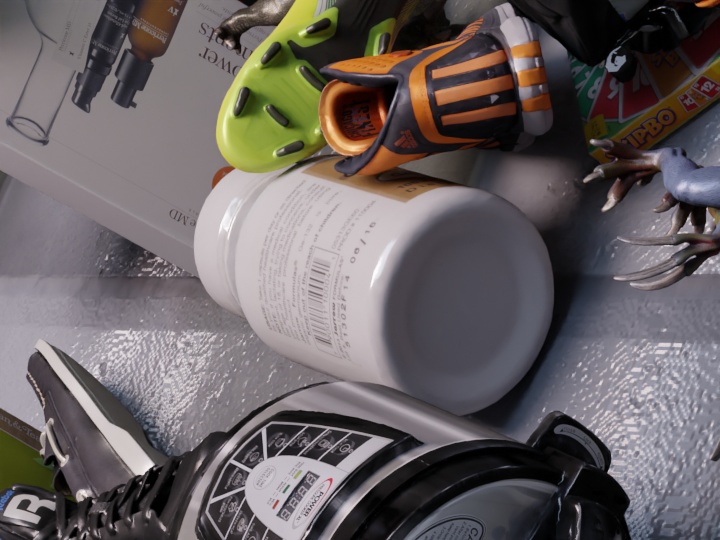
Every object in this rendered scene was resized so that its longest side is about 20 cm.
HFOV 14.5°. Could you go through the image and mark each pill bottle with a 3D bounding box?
[{"bbox_3d":[0.000,0.000,1.466,0.200,0.114,0.115,18,77,55],"label":"pill bottle"}]

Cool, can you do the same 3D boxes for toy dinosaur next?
[{"bbox_3d":[-0.017,-0.145,1.623,0.102,0.077,0.200,-49,55,-1],"label":"toy dinosaur"},{"bbox_3d":[0.180,-0.021,1.270,0.181,0.105,0.201,24,80,53],"label":"toy dinosaur"}]

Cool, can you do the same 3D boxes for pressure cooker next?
[{"bbox_3d":[0.028,0.148,1.256,0.200,0.178,0.177,21,119,55],"label":"pressure cooker"}]

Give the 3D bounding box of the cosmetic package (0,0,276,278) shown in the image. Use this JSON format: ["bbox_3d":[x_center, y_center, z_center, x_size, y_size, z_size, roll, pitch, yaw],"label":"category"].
[{"bbox_3d":[-0.135,-0.106,1.646,0.052,0.199,0.151,-13,52,63],"label":"cosmetic package"}]

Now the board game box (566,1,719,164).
[{"bbox_3d":[0.148,-0.149,1.488,0.095,0.030,0.201,-36,36,26],"label":"board game box"}]

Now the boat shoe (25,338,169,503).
[{"bbox_3d":[-0.151,0.106,1.611,0.060,0.074,0.200,-49,42,1],"label":"boat shoe"}]

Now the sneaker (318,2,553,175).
[{"bbox_3d":[0.033,-0.092,1.446,0.200,0.111,0.078,109,149,-88],"label":"sneaker"}]

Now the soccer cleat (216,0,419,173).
[{"bbox_3d":[-0.015,-0.124,1.513,0.201,0.065,0.084,-57,9,-24],"label":"soccer cleat"}]

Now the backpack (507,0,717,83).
[{"bbox_3d":[0.142,-0.213,1.418,0.200,0.127,0.167,-45,33,4],"label":"backpack"}]

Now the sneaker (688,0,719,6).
[{"bbox_3d":[0.189,-0.114,1.277,0.078,0.111,0.201,115,149,-64],"label":"sneaker"}]

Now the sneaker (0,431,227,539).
[{"bbox_3d":[-0.136,0.134,1.463,0.200,0.111,0.073,-58,5,44],"label":"sneaker"}]

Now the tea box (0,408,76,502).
[{"bbox_3d":[-0.266,0.199,1.615,0.200,0.133,0.197,-40,36,23],"label":"tea box"}]
